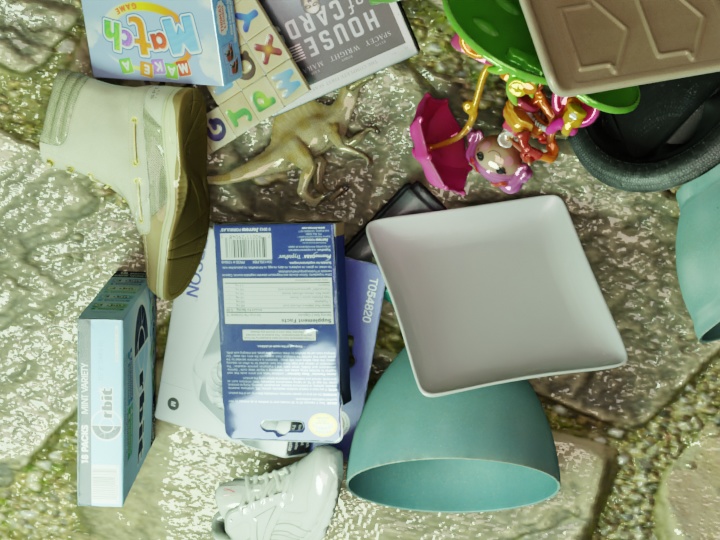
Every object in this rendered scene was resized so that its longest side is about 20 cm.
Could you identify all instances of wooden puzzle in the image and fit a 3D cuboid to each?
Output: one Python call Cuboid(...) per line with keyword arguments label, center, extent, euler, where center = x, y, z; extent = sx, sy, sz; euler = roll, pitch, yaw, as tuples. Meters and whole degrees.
Cuboid(label="wooden puzzle", center=(0.224, -0.237, 1.611), extent=(0.198, 0.046, 0.187), euler=(-8, 66, -17))

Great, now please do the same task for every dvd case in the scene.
Cuboid(label="dvd case", center=(-0.053, -0.259, 1.665), extent=(0.149, 0.025, 0.201), euler=(-22, 100, 10))

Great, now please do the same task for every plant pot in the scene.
Cuboid(label="plant pot", center=(0.368, -0.039, 1.685), extent=(0.199, 0.200, 0.135), euler=(-26, 77, 6))
Cuboid(label="plant pot", center=(0.086, 0.137, 1.731), extent=(0.198, 0.200, 0.136), euler=(0, 69, 1))

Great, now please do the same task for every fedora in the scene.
Cuboid(label="fedora", center=(0.288, -0.154, 1.685), extent=(0.199, 0.091, 0.202), euler=(-8, 73, 29))

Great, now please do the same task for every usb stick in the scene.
Cuboid(label="usb stick", center=(0.000, 0.000, 1.767), extent=(0.055, 0.033, 0.200), euler=(43, 99, -6))

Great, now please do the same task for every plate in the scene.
Cuboid(label="plate", center=(0.121, 0.026, 1.695), extent=(0.198, 0.201, 0.032), euler=(-9, 145, -14))

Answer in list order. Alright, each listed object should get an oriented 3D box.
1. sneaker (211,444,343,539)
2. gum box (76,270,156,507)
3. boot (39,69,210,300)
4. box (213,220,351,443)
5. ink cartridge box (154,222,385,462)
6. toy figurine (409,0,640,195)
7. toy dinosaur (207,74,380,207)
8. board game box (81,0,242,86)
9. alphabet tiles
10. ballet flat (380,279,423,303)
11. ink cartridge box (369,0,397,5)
Cuboid(label="sneaker", center=(-0.085, 0.222, 1.746), extent=(0.099, 0.078, 0.200), euler=(24, 135, -14))
Cuboid(label="gum box", center=(-0.222, 0.104, 1.707), extent=(0.044, 0.200, 0.172), euler=(2, 101, 1))
Cuboid(label="boot", center=(-0.221, -0.081, 1.719), extent=(0.153, 0.072, 0.202), euler=(11, 110, 22))
Cuboid(label="box", center=(-0.071, 0.056, 1.704), extent=(0.120, 0.032, 0.202), euler=(0, 96, 18))
Cuboid(label="ink cartridge box", center=(-0.087, 0.070, 1.750), extent=(0.198, 0.041, 0.201), euler=(13, 102, 17))
Cuboid(label="toy figurine", center=(0.127, -0.140, 1.676), extent=(0.199, 0.150, 0.185), euler=(34, 129, 6))
Cuboid(label="toy dinosaur", center=(-0.054, -0.111, 1.745), extent=(0.199, 0.058, 0.101), euler=(-36, 84, 3))
Cuboid(label="board game box", center=(-0.187, -0.269, 1.659), extent=(0.150, 0.037, 0.202), euler=(7, 117, 30))
Cuboid(label="alphabet tiles", center=(-0.153, -0.215, 1.691), extent=(0.167, 0.008, 0.201), euler=(-28, 96, 38))
Cuboid(label="ballet flat", center=(0.115, 0.032, 1.763), extent=(0.199, 0.076, 0.064), euler=(23, 70, -8))
Cuboid(label="ink cartridge box", center=(0.083, -0.320, 1.635), extent=(0.199, 0.059, 0.105), euler=(-27, 104, -22))
